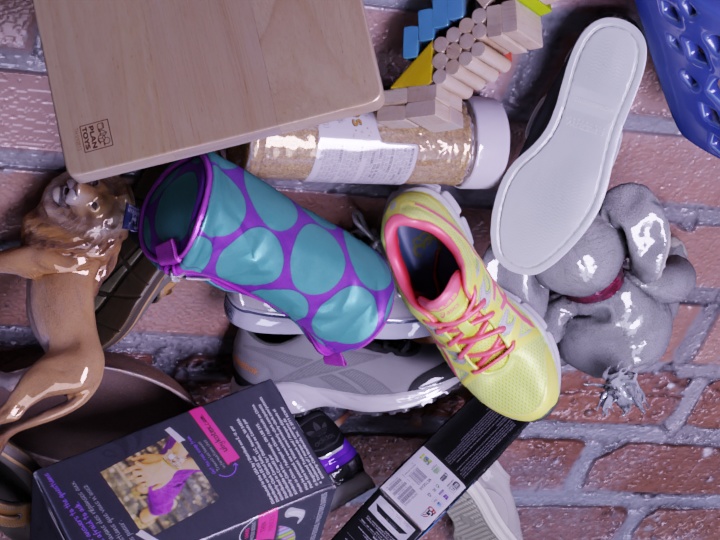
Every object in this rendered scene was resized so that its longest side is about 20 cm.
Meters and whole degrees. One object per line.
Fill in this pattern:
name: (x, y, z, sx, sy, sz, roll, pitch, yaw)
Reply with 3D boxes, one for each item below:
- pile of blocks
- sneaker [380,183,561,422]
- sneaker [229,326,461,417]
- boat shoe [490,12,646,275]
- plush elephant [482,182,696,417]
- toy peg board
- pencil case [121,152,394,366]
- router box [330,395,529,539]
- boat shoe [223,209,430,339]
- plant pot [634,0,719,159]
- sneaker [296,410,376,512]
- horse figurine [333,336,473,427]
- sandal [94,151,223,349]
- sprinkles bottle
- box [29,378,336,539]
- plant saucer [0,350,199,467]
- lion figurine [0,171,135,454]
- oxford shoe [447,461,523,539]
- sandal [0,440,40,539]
pile of blocks: (0.090, -0.173, 1.458, 0.200, 0.082, 0.062, -42, 155, 14)
sneaker: (0.072, 0.030, 1.519, 0.078, 0.090, 0.200, -36, 90, 16)
sneaker: (-0.007, 0.068, 1.623, 0.199, 0.074, 0.080, -3, 104, 9)
boat shoe: (0.156, -0.091, 1.524, 0.075, 0.060, 0.200, 29, 103, 2)
plush elephant: (0.173, 0.000, 1.604, 0.164, 0.200, 0.155, -17, 118, 6)
toy peg board: (-0.097, -0.164, 1.325, 0.199, 0.201, 0.098, -14, 167, 5)
pencil case: (-0.066, -0.008, 1.464, 0.200, 0.085, 0.093, 28, 74, -41)
router box: (0.045, 0.179, 1.659, 0.200, 0.051, 0.149, -39, 171, -49)
boat shoe: (-0.002, -0.003, 1.597, 0.201, 0.075, 0.086, 2, 124, -12)
plant pot: (0.325, -0.171, 1.436, 0.200, 0.180, 0.200, -37, 136, -8)
sneaker: (-0.053, 0.152, 1.707, 0.069, 0.100, 0.200, -29, 179, -24)
horse figurine: (0.051, 0.089, 1.715, 0.200, 0.050, 0.133, 9, 135, -31)
sandal: (-0.156, -0.016, 1.530, 0.200, 0.082, 0.055, -52, 151, 20)
sprinkles bottle: (0.006, -0.095, 1.502, 0.199, 0.068, 0.068, 1, 132, -21)
box: (-0.135, 0.183, 1.559, 0.200, 0.106, 0.122, -20, 152, -22)
plant saucer: (-0.213, 0.117, 1.623, 0.200, 0.035, 0.200, 1, 144, 1)
lion figurine: (-0.215, 0.029, 1.489, 0.122, 0.072, 0.201, -5, 91, 3)
oxford shoe: (0.113, 0.213, 1.853, 0.058, 0.075, 0.200, -59, 146, -26)
sandal: (-0.280, 0.167, 1.585, 0.055, 0.082, 0.200, -51, 161, -25)
